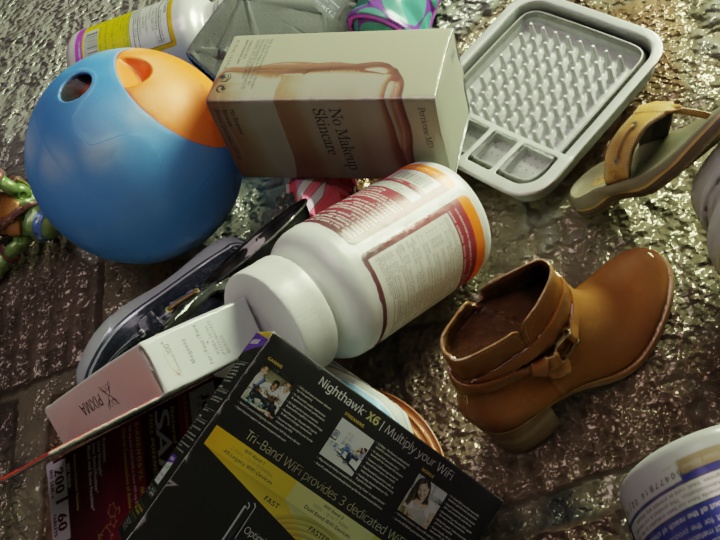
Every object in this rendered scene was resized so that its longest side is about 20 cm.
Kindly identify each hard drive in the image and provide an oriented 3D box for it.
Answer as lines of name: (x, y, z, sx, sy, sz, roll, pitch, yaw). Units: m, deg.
hard drive: (-0.073, -0.248, 0.983, 0.200, 0.135, 0.042, -53, 11, -17)

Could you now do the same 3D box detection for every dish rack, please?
dish rack: (0.155, -0.152, 0.858, 0.172, 0.044, 0.200, 33, 77, 38)

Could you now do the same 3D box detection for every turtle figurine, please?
turtle figurine: (-0.418, -0.053, 0.997, 0.194, 0.144, 0.200, 23, 67, 39)

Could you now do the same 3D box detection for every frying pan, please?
frying pan: (-0.086, -0.007, 0.757, 0.115, 0.031, 0.190, -37, 12, 13)

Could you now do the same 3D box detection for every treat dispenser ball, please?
treat dispenser ball: (-0.210, -0.106, 0.897, 0.201, 0.201, 0.201, -12, 54, 17)

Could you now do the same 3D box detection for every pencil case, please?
pencil case: (0.063, -0.303, 0.976, 0.092, 0.085, 0.200, 28, 70, -2)

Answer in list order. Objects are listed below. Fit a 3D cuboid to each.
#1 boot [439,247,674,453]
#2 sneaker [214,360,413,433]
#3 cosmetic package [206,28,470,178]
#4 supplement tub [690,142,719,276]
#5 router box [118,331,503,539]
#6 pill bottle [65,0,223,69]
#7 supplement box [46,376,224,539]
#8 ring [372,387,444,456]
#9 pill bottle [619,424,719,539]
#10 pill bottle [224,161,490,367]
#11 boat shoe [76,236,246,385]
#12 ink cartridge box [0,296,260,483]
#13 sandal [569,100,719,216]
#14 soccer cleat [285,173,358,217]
boot: (0.143, 0.030, 0.668, 0.074, 0.155, 0.200, 33, 76, 38)
sneaker: (-0.048, 0.095, 0.738, 0.200, 0.072, 0.072, 24, 95, 34)
cosmetic package: (-0.016, -0.140, 0.820, 0.200, 0.103, 0.087, 2, 54, 20)
supplement tub: (0.317, -0.002, 0.615, 0.145, 0.145, 0.200, -26, 51, 7)
router box: (-0.029, 0.160, 0.624, 0.157, 0.200, 0.052, -55, 12, -14)
pill bottle: (-0.212, -0.240, 1.051, 0.200, 0.104, 0.104, -14, 54, 16)
supplement box: (-0.152, 0.168, 0.726, 0.200, 0.061, 0.109, -29, 61, 29)
ring: (-0.026, 0.182, 0.734, 0.200, 0.019, 0.201, -12, 55, 17)
pill bottle: (0.235, 0.197, 0.536, 0.120, 0.120, 0.200, -22, 51, 11)
pill bottle: (0.000, 0.000, 0.738, 0.110, 0.110, 0.200, 28, 45, 36)
boat shoe: (-0.157, 0.057, 0.844, 0.200, 0.071, 0.091, -43, 47, -9)
ink cartridge box: (-0.187, 0.095, 0.693, 0.200, 0.173, 0.044, -30, 86, 49)
sandal: (0.211, -0.093, 0.713, 0.080, 0.054, 0.200, -42, 5, -22)
soccer cleat: (-0.023, -0.102, 0.894, 0.076, 0.067, 0.200, -18, 49, 19)
